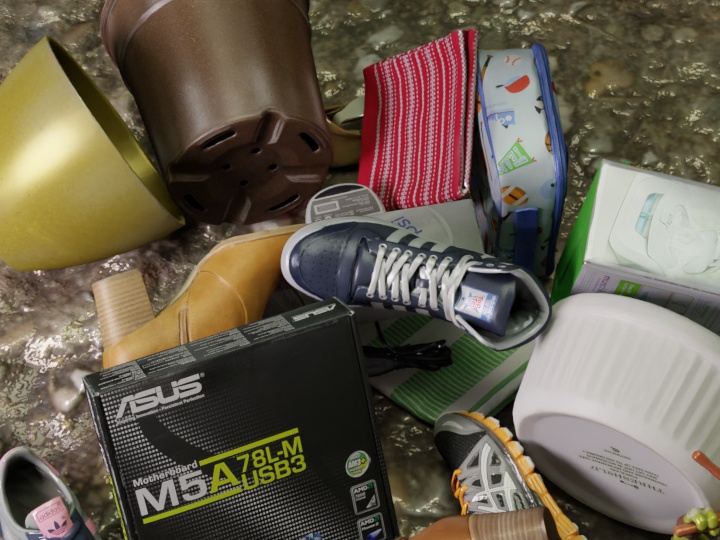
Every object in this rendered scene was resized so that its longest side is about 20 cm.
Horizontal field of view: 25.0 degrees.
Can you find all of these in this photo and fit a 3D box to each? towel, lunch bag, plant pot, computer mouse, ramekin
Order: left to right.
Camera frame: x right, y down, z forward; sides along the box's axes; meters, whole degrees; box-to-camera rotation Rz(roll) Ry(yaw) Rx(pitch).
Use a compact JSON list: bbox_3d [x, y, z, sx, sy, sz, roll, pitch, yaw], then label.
[{"bbox_3d":[-0.267,-0.081,1.404,0.142,0.200,0.200,-35,53,2],"label":"plant pot"},{"bbox_3d":[-0.119,-0.160,1.469,0.200,0.200,0.199,-11,57,-10],"label":"plant pot"},{"bbox_3d":[0.004,0.011,1.375,0.109,0.044,0.200,-12,54,-2],"label":"computer mouse"},{"bbox_3d":[0.046,-0.124,1.401,0.022,0.200,0.145,5,86,-23],"label":"towel"},{"bbox_3d":[0.058,0.049,1.377,0.200,0.023,0.152,35,57,27],"label":"towel"},{"bbox_3d":[0.133,-0.084,1.382,0.075,0.200,0.161,-8,61,-1],"label":"lunch bag"},{"bbox_3d":[0.206,0.114,1.208,0.202,0.202,0.094,23,63,20],"label":"ramekin"}]

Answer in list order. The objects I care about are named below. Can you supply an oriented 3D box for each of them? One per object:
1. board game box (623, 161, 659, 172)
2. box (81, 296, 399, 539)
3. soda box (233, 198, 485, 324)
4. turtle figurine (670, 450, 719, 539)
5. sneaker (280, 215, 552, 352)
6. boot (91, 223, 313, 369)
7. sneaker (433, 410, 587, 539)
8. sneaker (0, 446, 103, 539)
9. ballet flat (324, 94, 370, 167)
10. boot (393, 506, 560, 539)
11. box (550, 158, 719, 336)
[{"bbox_3d":[0.248,-0.014,1.437,0.105,0.023,0.200,20,51,15],"label":"board game box"},{"bbox_3d":[-0.083,0.138,1.184,0.200,0.194,0.048,-16,24,-16],"label":"box"},{"bbox_3d":[0.000,0.000,1.314,0.200,0.068,0.064,-9,54,-1],"label":"soda box"},{"bbox_3d":[0.232,0.227,1.136,0.161,0.200,0.064,-47,35,-18],"label":"turtle figurine"},{"bbox_3d":[0.047,0.010,1.202,0.200,0.070,0.108,10,9,-19],"label":"sneaker"},{"bbox_3d":[-0.096,0.052,1.233,0.201,0.071,0.144,-18,86,-14],"label":"boot"},{"bbox_3d":[0.105,0.186,1.220,0.077,0.078,0.200,-28,52,-12],"label":"sneaker"},{"bbox_3d":[-0.216,0.213,1.185,0.070,0.082,0.200,-28,54,-24],"label":"sneaker"},{"bbox_3d":[0.050,-0.145,1.528,0.200,0.063,0.069,-16,47,-15],"label":"ballet flat"},{"bbox_3d":[0.082,0.272,1.138,0.154,0.074,0.200,-17,80,17],"label":"boot"},{"bbox_3d":[0.246,0.018,1.265,0.176,0.200,0.097,12,66,2],"label":"box"}]
